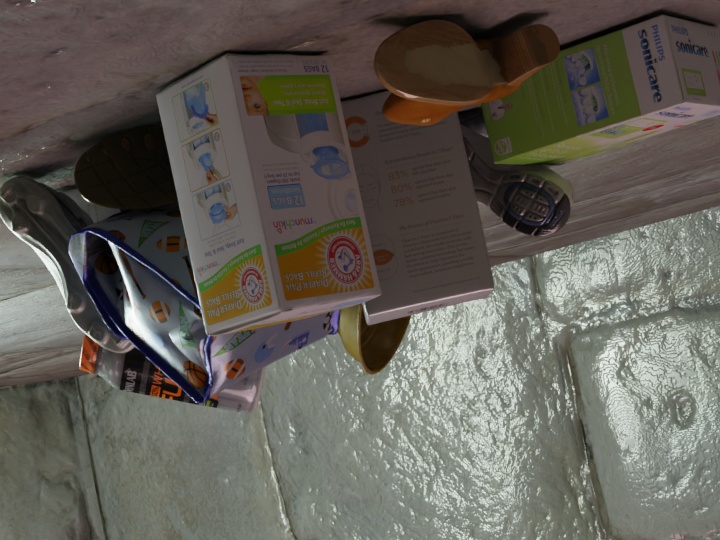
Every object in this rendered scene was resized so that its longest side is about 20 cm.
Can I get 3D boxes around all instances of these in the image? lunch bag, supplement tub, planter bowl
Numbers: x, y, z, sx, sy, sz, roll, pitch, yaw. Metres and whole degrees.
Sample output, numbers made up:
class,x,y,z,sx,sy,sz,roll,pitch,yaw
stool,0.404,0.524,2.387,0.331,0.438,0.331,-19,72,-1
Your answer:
class,x,y,z,sx,sy,sz,roll,pitch,yaw
lunch bag,-0.137,0.002,1.340,0.169,0.199,0.125,-26,140,-40
supplement tub,-0.200,0.080,1.652,0.197,0.124,0.123,11,172,-6
planter bowl,0.000,0.000,1.578,0.082,0.203,0.200,14,-177,19

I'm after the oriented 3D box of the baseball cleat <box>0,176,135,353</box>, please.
class,x,y,z,sx,sy,sz,roll,pitch,yaw
baseball cleat,-0.257,-0.011,1.423,0.070,0.201,0.106,-38,172,13

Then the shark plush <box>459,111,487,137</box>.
class,x,y,z,sx,sy,sz,roll,pitch,yaw
shark plush,0.043,-0.135,1.598,0.197,0.092,0.084,3,147,-9

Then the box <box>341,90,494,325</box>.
class,x,y,z,sx,sy,sz,roll,pitch,yaw
box,0.044,-0.063,1.429,0.123,0.203,0.098,-11,174,-1

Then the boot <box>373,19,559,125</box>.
class,x,y,z,sx,sy,sz,roll,pitch,yaw
boot,0.056,-0.151,1.241,0.200,0.072,0.143,-14,174,-39

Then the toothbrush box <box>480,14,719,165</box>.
class,x,y,z,sx,sy,sz,roll,pitch,yaw
toothbrush box,0.232,-0.165,1.426,0.198,0.087,0.145,-17,173,32

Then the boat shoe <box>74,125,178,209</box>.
class,x,y,z,sx,sy,sz,roll,pitch,yaw
boat shoe,-0.154,-0.094,1.349,0.198,0.073,0.068,-14,173,-5

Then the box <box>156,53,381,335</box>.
class,x,y,z,sx,sy,sz,roll,pitch,yaw
box,-0.073,-0.060,1.200,0.112,0.203,0.101,-7,173,-43

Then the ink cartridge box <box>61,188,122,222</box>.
class,x,y,z,sx,sy,sz,roll,pitch,yaw
ink cartridge box,-0.211,-0.052,1.578,0.197,0.085,0.145,-13,175,4

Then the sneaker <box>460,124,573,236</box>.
class,x,y,z,sx,sy,sz,roll,pitch,yaw
sneaker,0.125,-0.099,1.523,0.075,0.199,0.087,-64,167,23
